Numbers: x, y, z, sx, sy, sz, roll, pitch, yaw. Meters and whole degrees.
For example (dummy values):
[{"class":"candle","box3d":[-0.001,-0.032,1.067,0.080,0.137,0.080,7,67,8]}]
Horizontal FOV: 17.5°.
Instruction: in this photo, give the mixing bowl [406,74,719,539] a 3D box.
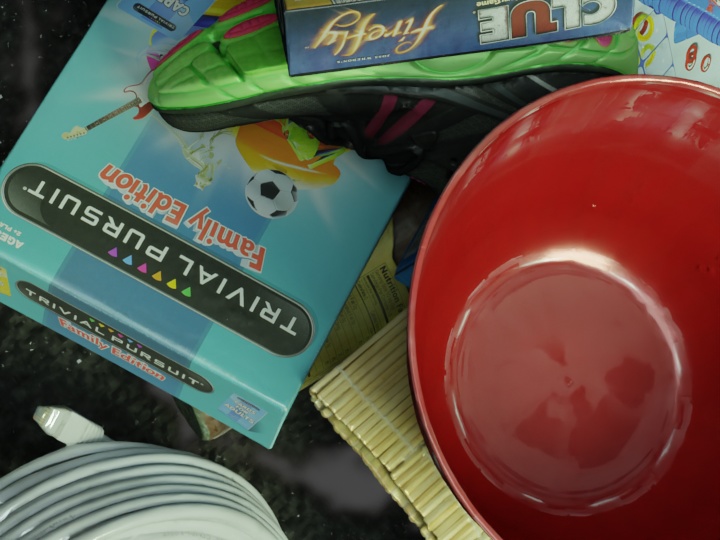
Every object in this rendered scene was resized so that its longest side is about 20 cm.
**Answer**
[{"class":"mixing bowl","box3d":[0.096,0.036,0.898,0.199,0.108,0.202,3,78,-16]}]

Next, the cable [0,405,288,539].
[{"class":"cable","box3d":[-0.109,0.169,0.990,0.199,0.069,0.201,20,100,-40]}]

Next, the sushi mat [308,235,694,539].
[{"class":"sushi mat","box3d":[0.080,0.025,0.960,0.200,0.012,0.096,-39,92,-19]}]

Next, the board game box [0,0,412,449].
[{"class":"board game box","box3d":[-0.056,-0.049,0.988,0.150,0.047,0.201,28,63,1]}]

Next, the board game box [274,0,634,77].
[{"class":"board game box","box3d":[0.023,-0.164,0.941,0.134,0.201,0.035,-8,137,-4]}]

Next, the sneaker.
[{"class":"sneaker","box3d":[0.012,-0.066,0.939,0.198,0.077,0.084,-1,120,6]}]

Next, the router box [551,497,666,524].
[{"class":"router box","box3d":[0.124,0.174,1.001,0.198,0.049,0.181,8,113,3]}]

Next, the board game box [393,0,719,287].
[{"class":"board game box","box3d":[0.147,-0.033,1.029,0.195,0.056,0.201,32,72,-9]}]

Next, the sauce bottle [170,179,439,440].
[{"class":"sauce bottle","box3d":[0.000,0.000,1.043,0.199,0.065,0.065,-31,97,-14]}]
